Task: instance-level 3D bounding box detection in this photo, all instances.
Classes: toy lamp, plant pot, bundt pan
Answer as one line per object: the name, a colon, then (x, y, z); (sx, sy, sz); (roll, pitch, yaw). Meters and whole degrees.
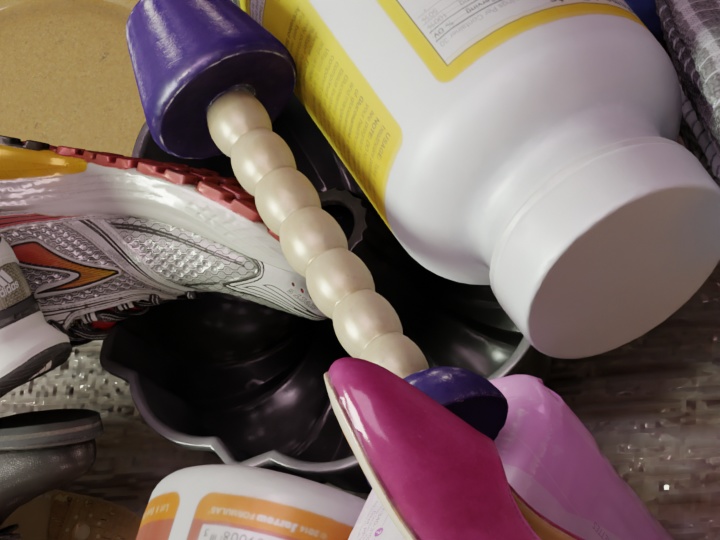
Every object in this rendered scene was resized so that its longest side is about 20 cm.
toy lamp: (-0.022, -0.018, 0.821); (0.058, 0.058, 0.200); (-32, 62, 3)
plant pot: (-0.151, -0.053, 1.073); (0.200, 0.027, 0.200); (-10, 61, 18)
bundt pan: (0.000, 0.000, 0.952); (0.202, 0.076, 0.202); (-10, 60, 18)

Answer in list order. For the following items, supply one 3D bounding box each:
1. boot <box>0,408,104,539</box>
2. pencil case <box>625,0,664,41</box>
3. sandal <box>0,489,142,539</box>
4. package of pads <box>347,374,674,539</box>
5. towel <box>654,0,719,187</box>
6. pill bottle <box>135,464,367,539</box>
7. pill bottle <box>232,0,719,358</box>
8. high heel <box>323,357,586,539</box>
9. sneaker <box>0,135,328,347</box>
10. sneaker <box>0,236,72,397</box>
boot: (-0.155, 0.156, 0.914); (0.200, 0.069, 0.174); (-25, 88, 13)
pencil case: (0.144, -0.146, 0.971); (0.200, 0.078, 0.087); (-22, 31, 11)
sandal: (-0.179, 0.101, 0.976); (0.212, 0.070, 0.078); (3, 65, 24)
package of pads: (0.033, 0.145, 0.807); (0.076, 0.121, 0.200); (-8, 43, 46)
towel: (0.190, -0.083, 0.855); (0.166, 0.086, 0.200); (-22, 20, 6)
pill bottle: (-0.047, 0.178, 0.856); (0.112, 0.112, 0.200); (7, 67, 25)
pill bottle: (0.041, -0.067, 0.859); (0.112, 0.112, 0.200); (-35, 56, 2)
high heel: (0.080, 0.081, 0.734); (0.096, 0.067, 0.200); (-40, 99, 7)
sneaker: (-0.095, -0.003, 0.915); (0.200, 0.078, 0.082); (9, 91, 24)
sneaker: (-0.200, 0.015, 0.901); (0.200, 0.076, 0.115); (-25, 93, 35)
